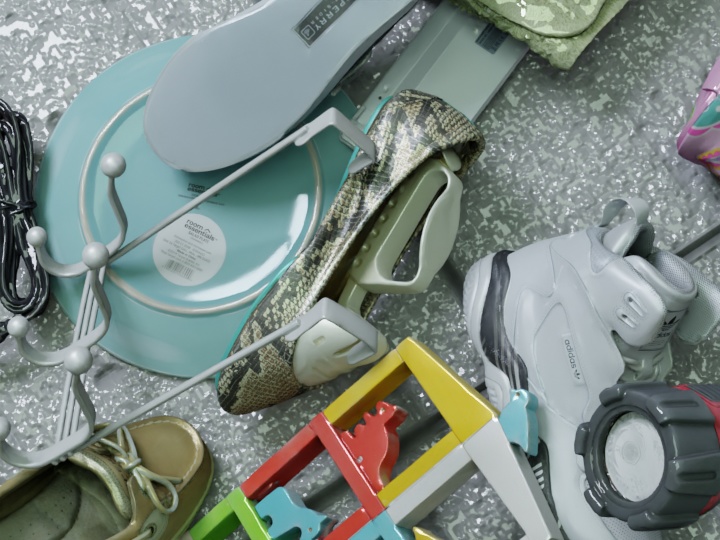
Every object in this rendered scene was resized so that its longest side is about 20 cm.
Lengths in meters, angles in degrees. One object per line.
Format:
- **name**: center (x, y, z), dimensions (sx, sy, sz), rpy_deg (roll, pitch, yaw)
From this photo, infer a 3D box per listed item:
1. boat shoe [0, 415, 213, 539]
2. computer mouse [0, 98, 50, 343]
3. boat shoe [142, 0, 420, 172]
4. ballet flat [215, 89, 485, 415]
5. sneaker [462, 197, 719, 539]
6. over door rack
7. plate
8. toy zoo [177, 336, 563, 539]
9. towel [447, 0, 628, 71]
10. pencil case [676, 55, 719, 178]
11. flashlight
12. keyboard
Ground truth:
- **boat shoe**: center (-0.145, 0.121, 0.811), dimensions (0.201, 0.063, 0.073), rpy_deg (-26, 62, -41)
- **computer mouse**: center (-0.266, -0.005, 0.914), dimensions (0.200, 0.046, 0.141), rpy_deg (-16, 80, -3)
- **boat shoe**: center (-0.030, -0.127, 0.878), dimensions (0.199, 0.068, 0.074), rpy_deg (-44, 86, 13)
- **ballet flat**: center (0.000, 0.000, 0.851), dimensions (0.075, 0.068, 0.200), rpy_deg (30, 87, 33)
- **sneaker**: center (0.130, 0.064, 0.815), dimensions (0.115, 0.075, 0.200), rpy_deg (-33, 69, 38)
- **over door rack**: center (-0.091, 0.000, 0.801), dimensions (0.200, 0.067, 0.148), rpy_deg (-21, 42, 20)
- **plate**: center (-0.087, -0.040, 0.909), dimensions (0.200, 0.026, 0.200), rpy_deg (-1, 77, 5)
- **toy zoo**: center (0.011, 0.126, 0.823), dimensions (0.200, 0.020, 0.131), rpy_deg (-42, 60, 11)
- **towel**: center (0.077, -0.212, 0.912), dimensions (0.200, 0.036, 0.148), rpy_deg (33, 78, 18)
- **pencil case**: center (0.265, -0.047, 0.844), dimensions (0.200, 0.087, 0.087), rpy_deg (33, 83, 13)
- **flashlight**: center (0.194, 0.086, 0.780), dimensions (0.200, 0.068, 0.068), rpy_deg (4, 64, -37)
- **keyboard**: center (0.069, -0.136, 0.916), dimensions (0.056, 0.011, 0.200), rpy_deg (36, 80, 6)
